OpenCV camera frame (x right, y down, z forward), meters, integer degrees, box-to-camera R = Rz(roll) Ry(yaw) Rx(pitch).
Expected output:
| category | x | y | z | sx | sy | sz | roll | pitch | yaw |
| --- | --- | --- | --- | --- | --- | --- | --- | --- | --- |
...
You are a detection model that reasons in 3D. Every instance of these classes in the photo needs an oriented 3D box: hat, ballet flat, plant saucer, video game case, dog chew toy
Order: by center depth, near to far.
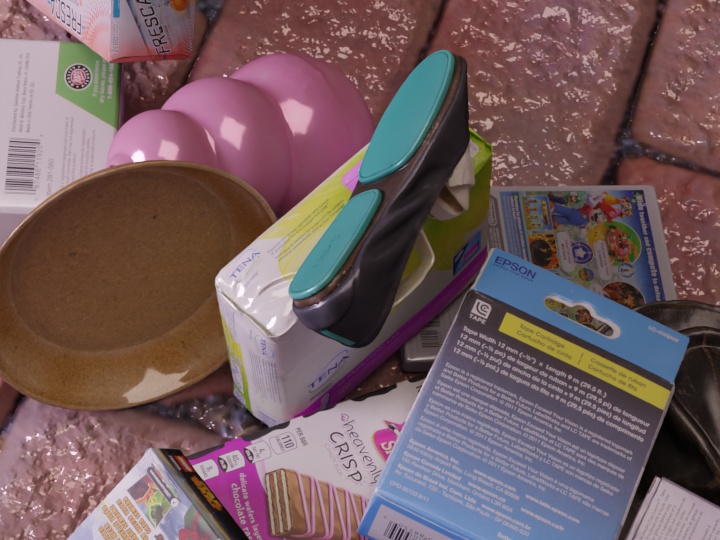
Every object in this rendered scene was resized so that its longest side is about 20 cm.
| category | x | y | z | sx | sy | sz | roll | pitch | yaw |
| --- | --- | --- | --- | --- | --- | --- | --- | --- | --- |
| ballet flat | 0.024 | -0.037 | 1.059 | 0.073 | 0.073 | 0.201 | 24 | 62 | 8 |
| plant saucer | -0.146 | 0.003 | 1.128 | 0.198 | 0.201 | 0.036 | -16 | 45 | -17 |
| hat | 0.227 | 0.099 | 1.168 | 0.198 | 0.081 | 0.202 | 3 | 66 | -6 |
| dog chew toy | -0.084 | -0.076 | 1.201 | 0.199 | 0.125 | 0.125 | -16 | 59 | -42 |
| video game case | 0.121 | 0.004 | 1.262 | 0.198 | 0.018 | 0.144 | -1 | 58 | -8 |

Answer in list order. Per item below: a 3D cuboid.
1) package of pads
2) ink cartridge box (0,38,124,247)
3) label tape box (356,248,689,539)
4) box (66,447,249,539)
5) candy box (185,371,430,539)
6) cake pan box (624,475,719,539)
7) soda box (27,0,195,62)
| category | x | y | z | sx | sy | sz | roll | pitch | yaw |
| --- | --- | --- | --- | --- | --- | --- | --- | --- | --- |
| package of pads | 0.000 | 0.000 | 1.152 | 0.068 | 0.155 | 0.200 | 40 | 69 | 22 |
| ink cartridge box | -0.263 | -0.080 | 1.224 | 0.198 | 0.085 | 0.147 | 3 | 57 | -6 |
| label tape box | 0.103 | 0.101 | 1.103 | 0.142 | 0.066 | 0.201 | 25 | 54 | 5 |
| box | -0.100 | 0.223 | 1.039 | 0.137 | 0.040 | 0.200 | -45 | 68 | 13 |
| candy box | -0.002 | 0.155 | 1.125 | 0.198 | 0.061 | 0.137 | -18 | 63 | -19 |
| cake pan box | 0.218 | 0.247 | 1.075 | 0.183 | 0.052 | 0.201 | 26 | 75 | 7 |
| soda box | -0.181 | -0.203 | 1.260 | 0.063 | 0.069 | 0.200 | -6 | 23 | -28 |
